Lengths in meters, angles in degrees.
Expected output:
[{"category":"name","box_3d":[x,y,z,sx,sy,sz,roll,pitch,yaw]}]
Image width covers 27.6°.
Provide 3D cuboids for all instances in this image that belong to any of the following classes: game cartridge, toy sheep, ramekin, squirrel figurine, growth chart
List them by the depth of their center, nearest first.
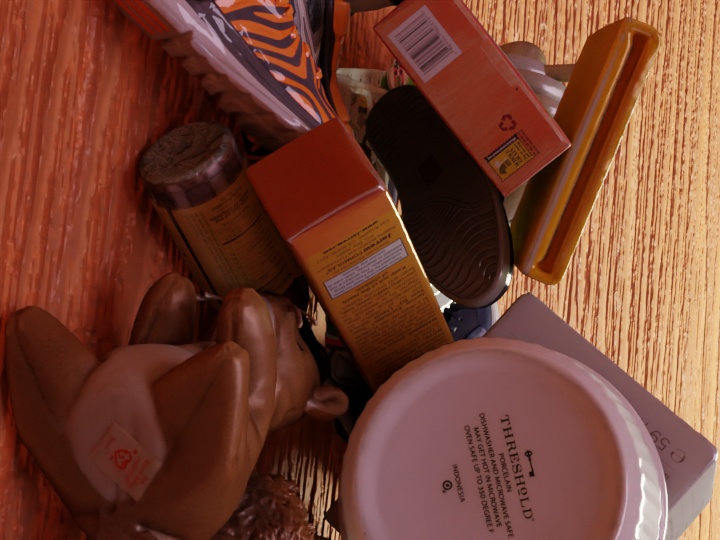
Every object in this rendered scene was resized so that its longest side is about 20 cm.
[{"category":"squirrel figurine","box_3d":[-0.087,0.100,0.835,0.187,0.141,0.201,-20,108,-67]},{"category":"ramekin","box_3d":[0.078,0.131,0.861,0.094,0.202,0.203,56,42,-70]},{"category":"game cartridge","box_3d":[0.149,-0.084,1.020,0.200,0.032,0.177,-60,172,-83]},{"category":"growth chart","box_3d":[-0.004,-0.086,1.075,0.200,0.018,0.145,-19,111,-58]},{"category":"toy sheep","box_3d":[0.122,-0.101,1.184,0.138,0.137,0.201,51,40,-49]}]

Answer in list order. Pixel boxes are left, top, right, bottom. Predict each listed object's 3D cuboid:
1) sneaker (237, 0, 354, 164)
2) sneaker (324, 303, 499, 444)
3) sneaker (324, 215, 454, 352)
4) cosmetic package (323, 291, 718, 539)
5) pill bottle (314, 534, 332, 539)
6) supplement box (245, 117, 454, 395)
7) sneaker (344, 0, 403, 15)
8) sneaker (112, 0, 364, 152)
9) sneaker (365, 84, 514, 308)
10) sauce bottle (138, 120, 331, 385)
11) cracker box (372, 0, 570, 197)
[{"category":"sneaker","box_3d":[-0.054,-0.117,0.945,0.077,0.078,0.201,0,87,-47]},{"category":"sneaker","box_3d":[0.040,0.058,1.100,0.146,0.077,0.203,50,50,-53]},{"category":"sneaker","box_3d":[0.030,-0.016,1.064,0.200,0.070,0.094,-41,129,-56]},{"category":"cosmetic package","box_3d":[0.114,0.158,0.991,0.200,0.167,0.166,-47,160,-6]},{"category":"pill bottle","box_3d":[-0.026,0.238,0.954,0.200,0.110,0.111,49,50,-50]},{"category":"supplement box","box_3d":[0.000,0.000,0.890,0.067,0.069,0.200,57,-2,37]},{"category":"sneaker","box_3d":[0.016,-0.266,1.011,0.080,0.115,0.200,1,90,-61]},{"category":"sneaker","box_3d":[-0.046,-0.146,0.869,0.200,0.078,0.112,45,74,-28]},{"category":"sneaker","box_3d":[0.080,-0.042,1.037,0.106,0.075,0.200,34,27,-44]},{"category":"sauce bottle","box_3d":[-0.072,-0.001,0.918,0.065,0.065,0.200,-63,144,-38]},{"category":"cracker box","box_3d":[0.074,-0.127,0.984,0.134,0.058,0.200,51,10,-4]}]
